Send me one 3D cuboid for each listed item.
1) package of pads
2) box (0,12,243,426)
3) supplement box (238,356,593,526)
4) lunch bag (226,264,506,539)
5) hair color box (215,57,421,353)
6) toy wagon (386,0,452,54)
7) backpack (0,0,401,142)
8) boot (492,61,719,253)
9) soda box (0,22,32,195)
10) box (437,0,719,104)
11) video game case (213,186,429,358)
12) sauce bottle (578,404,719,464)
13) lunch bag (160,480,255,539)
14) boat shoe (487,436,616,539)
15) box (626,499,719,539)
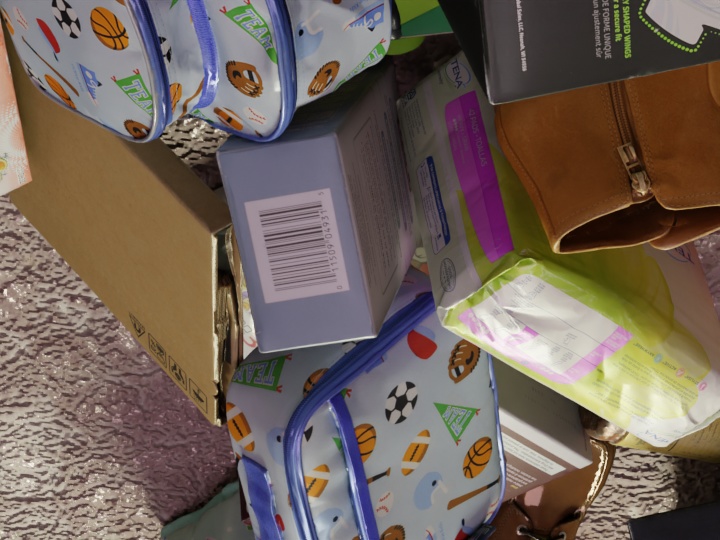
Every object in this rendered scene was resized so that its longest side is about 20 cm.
[{"bbox_3d":[0.112,-0.006,1.064,0.068,0.155,0.200,-36,135,28],"label":"package of pads"},{"bbox_3d":[-0.128,-0.033,1.048,0.021,0.200,0.164,-31,149,-25],"label":"box"},{"bbox_3d":[0.032,0.114,1.260,0.200,0.061,0.109,-28,141,28],"label":"supplement box"},{"bbox_3d":[0.005,0.104,1.091,0.075,0.160,0.201,24,140,37],"label":"lunch bag"},{"bbox_3d":[-0.015,-0.038,1.010,0.060,0.200,0.099,-8,104,11],"label":"hair color box"},{"bbox_3d":[0.065,-0.179,0.995,0.199,0.040,0.156,-5,135,7],"label":"toy wagon"},{"bbox_3d":[-0.079,-0.149,0.907,0.190,0.154,0.200,20,145,37],"label":"backpack"},{"bbox_3d":[0.163,-0.089,0.981,0.200,0.144,0.071,-21,153,-4],"label":"boot"},{"bbox_3d":[-0.211,-0.098,0.984,0.068,0.064,0.200,-26,159,-15],"label":"soda box"},{"bbox_3d":[0.131,-0.174,0.883,0.199,0.149,0.125,-10,122,-4],"label":"box"},{"bbox_3d":[0.000,0.000,1.189,0.199,0.023,0.182,-22,131,22],"label":"video game case"},{"bbox_3d":[0.236,0.090,1.245,0.199,0.066,0.066,10,135,-17],"label":"sauce bottle"},{"bbox_3d":[-0.038,0.261,1.348,0.200,0.171,0.122,29,137,-26],"label":"lunch bag"},{"bbox_3d":[0.115,0.168,1.323,0.072,0.068,0.200,15,133,-11],"label":"boat shoe"},{"bbox_3d":[0.287,0.197,1.253,0.196,0.125,0.200,-15,167,14],"label":"box"}]
